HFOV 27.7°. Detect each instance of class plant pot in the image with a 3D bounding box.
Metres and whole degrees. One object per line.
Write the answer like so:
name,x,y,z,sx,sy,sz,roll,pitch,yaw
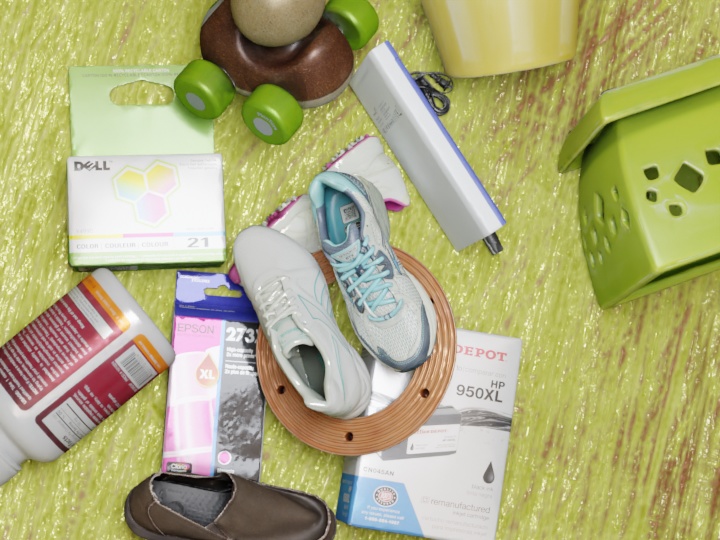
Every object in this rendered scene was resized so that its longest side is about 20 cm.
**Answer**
plant pot,0.309,-0.090,1.409,0.198,0.200,0.182,-19,80,-10
plant pot,0.133,-0.290,1.407,0.200,0.201,0.190,-12,102,-10

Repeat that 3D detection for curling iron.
curling iron,0.098,-0.109,1.457,0.049,0.026,0.201,-22,88,-8

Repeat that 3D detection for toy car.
toy car,-0.090,-0.248,1.325,0.157,0.200,0.165,22,60,25

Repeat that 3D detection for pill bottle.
pill bottle,-0.277,0.100,1.332,0.200,0.113,0.113,-39,91,-9

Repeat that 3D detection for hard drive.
hard drive,0.061,-0.115,1.399,0.025,0.132,0.200,-33,90,-11

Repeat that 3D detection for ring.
ring,-0.004,0.071,1.355,0.199,0.019,0.202,-4,79,20

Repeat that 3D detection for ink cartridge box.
ink cartridge box,-0.136,0.101,1.396,0.094,0.037,0.201,5,82,-9
ink cartridge box,0.065,0.152,1.396,0.144,0.084,0.201,10,82,-7
ink cartridge box,-0.205,-0.102,1.383,0.147,0.076,0.201,-2,86,-9

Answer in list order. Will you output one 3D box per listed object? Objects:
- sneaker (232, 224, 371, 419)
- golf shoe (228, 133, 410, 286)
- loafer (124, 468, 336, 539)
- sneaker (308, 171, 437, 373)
sneaker,-0.058,0.042,1.318,0.070,0.080,0.201,-35,76,14
golf shoe,-0.036,-0.042,1.408,0.200,0.075,0.092,-42,95,-9
loafer,-0.116,0.226,1.346,0.199,0.071,0.073,7,58,-13
sneaker,0.000,0.000,1.310,0.077,0.086,0.201,-30,70,14
